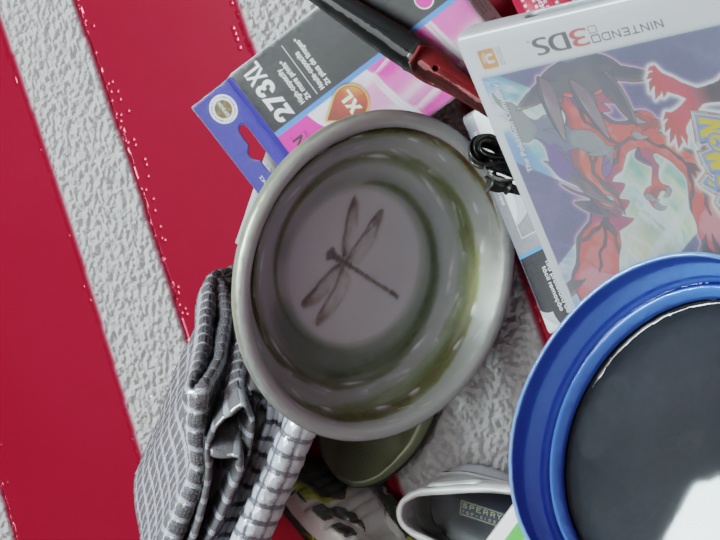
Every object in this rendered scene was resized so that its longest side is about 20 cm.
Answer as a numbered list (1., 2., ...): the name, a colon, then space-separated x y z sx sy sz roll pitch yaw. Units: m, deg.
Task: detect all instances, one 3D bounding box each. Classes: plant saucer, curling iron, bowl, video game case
1. plant saucer: 0.000 0.000 1.684 0.050 0.199 0.201 20 111 55
2. curling iron: 0.035 -0.115 1.646 0.200 0.050 0.026 42 153 9
3. bowl: 0.171 0.091 1.518 0.200 0.039 0.201 -19 58 35
4. video game case: 0.163 -0.059 1.556 0.182 0.023 0.201 -10 112 40

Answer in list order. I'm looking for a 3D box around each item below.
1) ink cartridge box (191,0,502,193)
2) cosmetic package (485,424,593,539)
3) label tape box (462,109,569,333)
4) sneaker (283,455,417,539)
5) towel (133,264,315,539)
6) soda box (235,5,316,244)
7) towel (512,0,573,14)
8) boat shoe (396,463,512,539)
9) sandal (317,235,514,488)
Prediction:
1. ink cartridge box: -0.008 -0.115 1.700 0.200 0.037 0.095 -36 94 26
2. cosmetic package: 0.180 0.184 1.624 0.200 0.085 0.108 37 106 12
3. label tape box: 0.172 -0.068 1.638 0.200 0.063 0.145 -27 81 38
4. sneaker: 0.003 0.201 1.807 0.200 0.074 0.085 43 124 26
5. towel: -0.090 0.107 1.791 0.085 0.200 0.166 18 112 -9
6. soda box: -0.009 -0.092 1.771 0.063 0.068 0.201 33 116 29
7. towel: 0.176 -0.134 1.553 0.200 0.022 0.145 -26 85 43
8. boat shoe: 0.112 0.167 1.722 0.199 0.065 0.074 5 100 37
9. sandal: 0.024 0.049 1.774 0.080 0.057 0.201 39 117 21
